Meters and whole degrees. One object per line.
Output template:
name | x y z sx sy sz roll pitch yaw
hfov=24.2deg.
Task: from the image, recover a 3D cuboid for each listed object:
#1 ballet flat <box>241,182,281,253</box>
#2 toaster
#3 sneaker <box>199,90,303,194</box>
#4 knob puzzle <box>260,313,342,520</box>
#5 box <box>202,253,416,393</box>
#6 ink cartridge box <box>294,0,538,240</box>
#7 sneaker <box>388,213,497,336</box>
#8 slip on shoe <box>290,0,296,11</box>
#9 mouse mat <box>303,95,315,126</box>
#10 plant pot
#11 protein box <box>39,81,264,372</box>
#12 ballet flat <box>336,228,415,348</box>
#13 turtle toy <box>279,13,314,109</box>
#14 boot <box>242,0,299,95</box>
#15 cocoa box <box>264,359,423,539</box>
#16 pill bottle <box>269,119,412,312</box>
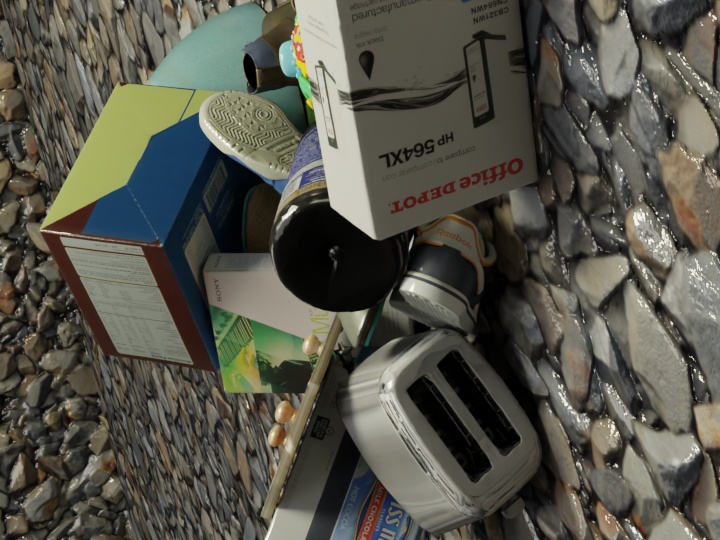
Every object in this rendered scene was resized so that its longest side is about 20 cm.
ballet flat | -0.075 0.014 1.658 0.072 0.068 0.202 16 114 34
toaster | 0.065 0.128 1.434 0.201 0.113 0.129 55 158 -3
sneaker | -0.070 -0.087 1.601 0.198 0.077 0.112 26 146 6
knob puzzle | -0.065 0.140 1.535 0.220 0.030 0.222 -160 90 -90
box | -0.045 0.052 1.614 0.036 0.198 0.146 -71 -23 -56
ink cartridge box | 0.042 -0.143 1.214 0.084 0.145 0.202 38 144 57
sneaker | 0.072 0.004 1.397 0.200 0.078 0.080 106 -173 -82
slip on shoe | -0.037 -0.253 1.481 0.200 0.060 0.077 -131 28 -50
mouse mat | -0.021 -0.116 1.664 0.161 0.007 0.202 -134 30 -54
plant pot | -0.154 -0.172 1.794 0.200 0.134 0.202 163 90 -73
protein box | -0.191 -0.043 1.671 0.201 0.134 0.200 73 -149 -49
ballet flat | 0.000 0.000 1.457 0.200 0.063 0.068 -66 -1 -58
turtle toy | 0.003 -0.197 1.310 0.146 0.100 0.202 45 123 43
boot | -0.082 -0.213 1.591 0.200 0.096 0.076 -144 45 -62
cocoa box | -0.001 0.211 1.552 0.134 0.130 0.202 98 -168 -67
pill bottle | -0.007 -0.065 1.385 0.201 0.111 0.113 -77 -16 -54
